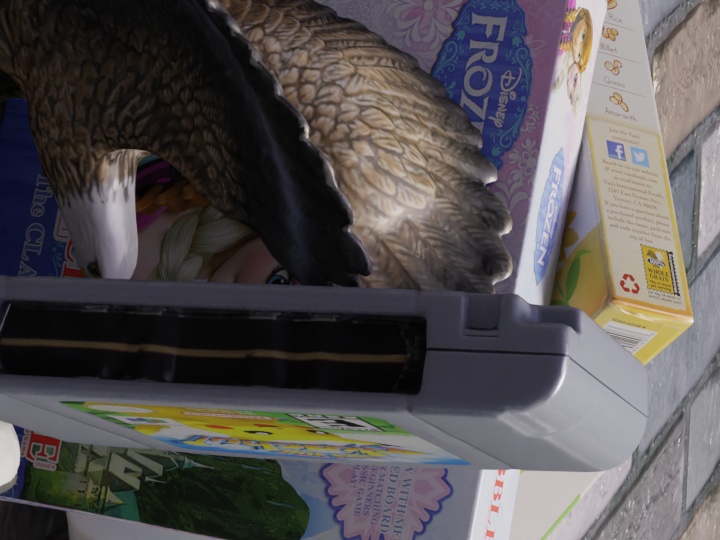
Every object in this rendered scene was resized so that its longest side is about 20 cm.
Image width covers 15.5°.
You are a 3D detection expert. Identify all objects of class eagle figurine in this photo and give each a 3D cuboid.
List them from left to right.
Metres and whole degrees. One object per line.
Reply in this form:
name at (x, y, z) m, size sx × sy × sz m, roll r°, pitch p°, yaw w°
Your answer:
eagle figurine at (-0.059, -0.052, 0.789) m, size 0.152 × 0.198 × 0.152 m, roll -61°, pitch 148°, yaw -42°

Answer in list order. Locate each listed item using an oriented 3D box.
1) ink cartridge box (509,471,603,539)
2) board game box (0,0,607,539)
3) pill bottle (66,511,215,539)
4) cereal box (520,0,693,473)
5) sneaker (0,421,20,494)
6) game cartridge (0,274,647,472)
ink cartridge box at (0.008, 0.100, 1.099) m, size 0.067 × 0.200 × 0.117 m, roll 53°, pitch 47°, yaw -6°
board game box at (-0.032, -0.009, 0.881) m, size 0.041 × 0.198 × 0.202 m, roll 27°, pitch 72°, yaw -67°
pill bottle at (-0.061, 0.165, 0.992) m, size 0.113 × 0.112 × 0.201 m, roll -52°, pitch 144°, yaw -52°
cereal box at (0.053, -0.036, 0.946) m, size 0.144 × 0.039 × 0.201 m, roll -46°, pitch -141°, yaw 48°
sneaker at (-0.162, 0.030, 0.756) m, size 0.200 × 0.075 × 0.093 m, roll -23°, pitch 111°, yaw -75°
game cartridge at (-0.023, 0.031, 0.756) m, size 0.133 × 0.198 × 0.041 m, roll 24°, pitch 70°, yaw -71°
